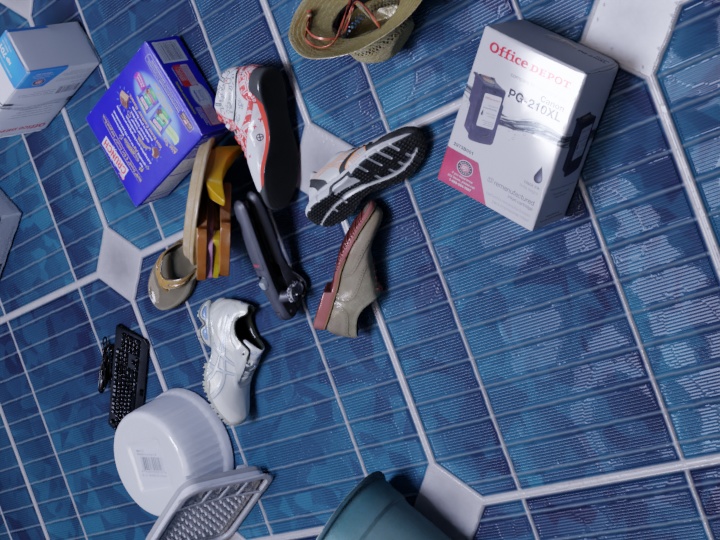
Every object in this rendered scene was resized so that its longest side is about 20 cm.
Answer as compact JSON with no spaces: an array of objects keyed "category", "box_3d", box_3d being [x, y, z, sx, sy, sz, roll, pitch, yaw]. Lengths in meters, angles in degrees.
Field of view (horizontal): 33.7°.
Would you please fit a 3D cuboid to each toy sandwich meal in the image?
[{"category":"toy sandwich meal","box_3d":[-0.208,-0.091,1.708,0.070,0.205,0.206,9,114,-3]}]

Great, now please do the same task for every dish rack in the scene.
[{"category":"dish rack","box_3d":[-0.245,0.371,1.860,0.044,0.171,0.200,56,131,29]}]

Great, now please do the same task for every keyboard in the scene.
[{"category":"keyboard","box_3d":[-0.413,0.192,2.025,0.104,0.040,0.201,24,116,31]}]

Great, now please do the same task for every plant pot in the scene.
[{"category":"plant pot","box_3d":[0.051,0.411,1.621,0.196,0.200,0.201,31,121,18]}]

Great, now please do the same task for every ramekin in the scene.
[{"category":"ramekin","box_3d":[-0.309,0.301,1.933,0.200,0.098,0.202,13,112,36]}]

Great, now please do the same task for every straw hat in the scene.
[{"category":"straw hat","box_3d":[0.016,-0.309,1.486,0.200,0.202,0.085,8,149,38]}]

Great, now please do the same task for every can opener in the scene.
[{"category":"can opener","box_3d":[-0.134,-0.017,1.685,0.078,0.063,0.201,2,128,32]}]

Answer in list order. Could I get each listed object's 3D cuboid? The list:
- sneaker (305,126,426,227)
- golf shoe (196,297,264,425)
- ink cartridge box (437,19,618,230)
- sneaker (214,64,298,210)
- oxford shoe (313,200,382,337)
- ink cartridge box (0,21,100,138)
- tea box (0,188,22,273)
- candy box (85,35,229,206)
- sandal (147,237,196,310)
[{"category":"sneaker","box_3d":[0.001,-0.140,1.565,0.200,0.074,0.080,-31,47,29]},{"category":"golf shoe","box_3d":[-0.187,0.140,1.804,0.097,0.078,0.201,-3,102,34]},{"category":"ink cartridge box","box_3d":[0.193,-0.172,1.388,0.144,0.084,0.201,32,121,28]},{"category":"sneaker","box_3d":[-0.149,-0.190,1.680,0.108,0.067,0.202,14,115,46]},{"category":"oxford shoe","box_3d":[0.000,0.000,1.625,0.074,0.071,0.201,21,115,-2]},{"category":"ink cartridge box","box_3d":[-0.534,-0.302,1.906,0.200,0.146,0.086,-34,82,40]},{"category":"tea box","box_3d":[-0.740,-0.051,2.118,0.134,0.196,0.200,44,127,21]},{"category":"candy box","box_3d":[-0.306,-0.222,1.789,0.200,0.077,0.170,-38,79,39]},{"category":"sandal","box_3d":[-0.281,-0.006,1.847,0.200,0.054,0.081,-39,78,40]}]
